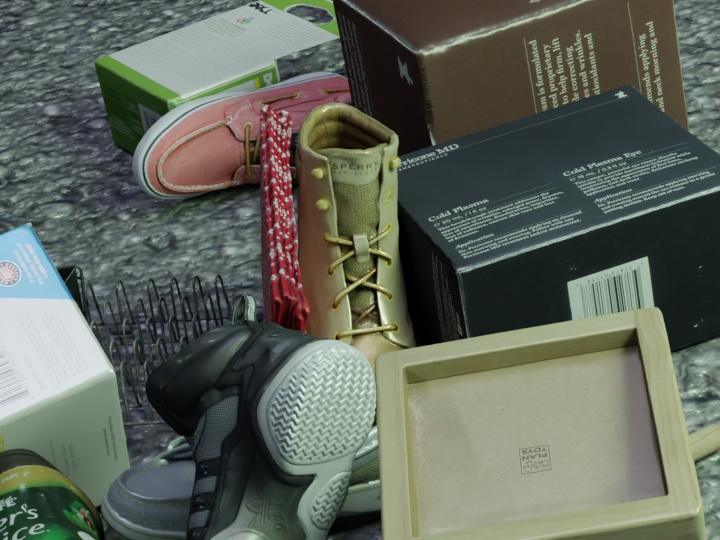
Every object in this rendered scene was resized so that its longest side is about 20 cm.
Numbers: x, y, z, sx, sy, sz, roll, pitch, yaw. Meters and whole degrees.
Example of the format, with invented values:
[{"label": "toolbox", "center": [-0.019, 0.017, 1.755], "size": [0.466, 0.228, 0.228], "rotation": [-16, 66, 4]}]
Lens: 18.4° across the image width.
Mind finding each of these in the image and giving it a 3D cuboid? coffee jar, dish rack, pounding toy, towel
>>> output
[{"label": "coffee jar", "center": [-0.172, 0.177, 1.178], "size": [0.104, 0.085, 0.200], "rotation": [-42, 31, -3]}, {"label": "dish rack", "center": [-0.141, 0.051, 1.457], "size": [0.198, 0.055, 0.154], "rotation": [-3, 29, 16]}, {"label": "pounding toy", "center": [0.110, 0.117, 1.168], "size": [0.182, 0.143, 0.201], "rotation": [-10, 37, 6]}, {"label": "towel", "center": [-0.048, 0.012, 1.359], "size": [0.022, 0.146, 0.201], "rotation": [-1, 39, -5]}]

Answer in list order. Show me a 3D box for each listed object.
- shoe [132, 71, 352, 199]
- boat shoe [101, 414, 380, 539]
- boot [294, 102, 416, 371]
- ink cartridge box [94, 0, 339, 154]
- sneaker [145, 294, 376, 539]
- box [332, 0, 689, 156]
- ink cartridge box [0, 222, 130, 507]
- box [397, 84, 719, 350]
[{"label": "shoe", "center": [-0.071, -0.100, 1.701], "size": [0.199, 0.072, 0.091], "rotation": [-21, 24, -25]}, {"label": "boat shoe", "center": [-0.051, 0.109, 1.258], "size": [0.200, 0.065, 0.074], "rotation": [-8, 24, -21]}, {"label": "boot", "center": [0.000, 0.000, 1.375], "size": [0.072, 0.157, 0.200], "rotation": [-4, 31, -9]}, {"label": "ink cartridge box", "center": [-0.095, -0.155, 1.816], "size": [0.199, 0.076, 0.148], "rotation": [-23, 28, -23]}, {"label": "sneaker", "center": [-0.070, 0.113, 1.169], "size": [0.075, 0.202, 0.114], "rotation": [13, 13, -46]}, {"label": "box", "center": [0.110, -0.134, 1.587], "size": [0.198, 0.167, 0.164], "rotation": [-19, 28, -16]}, {"label": "ink cartridge box", "center": [-0.252, 0.090, 1.298], "size": [0.199, 0.126, 0.129], "rotation": [-23, 55, -16]}, {"label": "box", "center": [0.129, -0.019, 1.426], "size": [0.198, 0.105, 0.182], "rotation": [-17, 28, -11]}]
